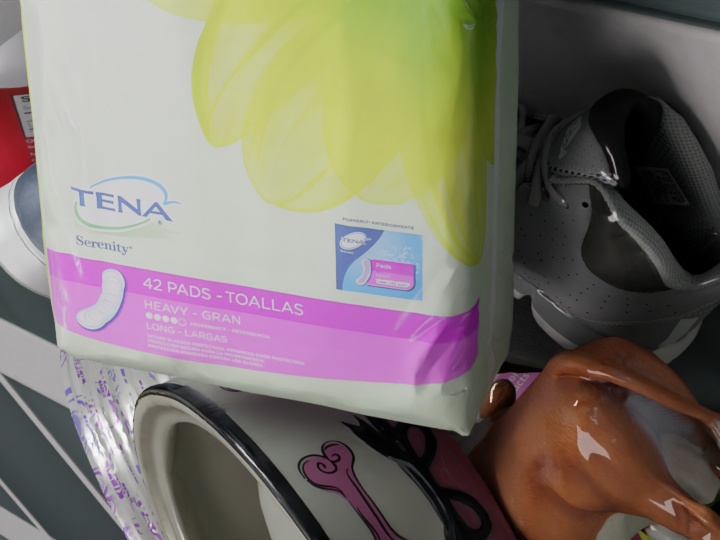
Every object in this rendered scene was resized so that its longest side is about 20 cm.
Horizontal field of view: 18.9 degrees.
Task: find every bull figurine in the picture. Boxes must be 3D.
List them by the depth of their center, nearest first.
[{"bbox_3d":[0.085,0.081,0.791,0.121,0.065,0.200,35,162,1],"label":"bull figurine"}]

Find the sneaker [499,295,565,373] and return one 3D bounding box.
[{"bbox_3d":[0.000,0.000,0.841,0.200,0.071,0.099,18,166,-21],"label":"sneaker"}]

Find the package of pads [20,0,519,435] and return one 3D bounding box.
[{"bbox_3d":[-0.030,-0.053,0.692,0.154,0.068,0.200,10,124,16],"label":"package of pads"}]

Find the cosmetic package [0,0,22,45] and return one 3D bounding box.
[{"bbox_3d":[-0.186,-0.173,0.760,0.200,0.081,0.113,56,-167,12],"label":"cosmetic package"}]

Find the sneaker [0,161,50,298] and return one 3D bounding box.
[{"bbox_3d":[-0.037,-0.035,0.917,0.202,0.146,0.077,9,-128,-49],"label":"sneaker"}]

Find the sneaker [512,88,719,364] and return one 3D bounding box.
[{"bbox_3d":[0.051,-0.049,0.746,0.200,0.075,0.116,32,156,-3],"label":"sneaker"}]

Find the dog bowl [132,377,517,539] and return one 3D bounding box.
[{"bbox_3d":[-0.004,0.115,0.827,0.200,0.074,0.200,47,156,29],"label":"dog bowl"}]

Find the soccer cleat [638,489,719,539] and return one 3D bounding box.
[{"bbox_3d":[0.182,0.121,0.841,0.200,0.065,0.084,13,137,51],"label":"soccer cleat"}]

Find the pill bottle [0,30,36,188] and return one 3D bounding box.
[{"bbox_3d":[-0.140,-0.105,0.911,0.112,0.112,0.200,36,159,17],"label":"pill bottle"}]

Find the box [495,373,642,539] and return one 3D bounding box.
[{"bbox_3d":[0.070,0.122,1.017,0.200,0.097,0.176,18,150,47],"label":"box"}]

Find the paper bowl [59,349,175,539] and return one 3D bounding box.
[{"bbox_3d":[-0.066,0.099,1.144,0.201,0.104,0.201,61,-176,-7],"label":"paper bowl"}]
